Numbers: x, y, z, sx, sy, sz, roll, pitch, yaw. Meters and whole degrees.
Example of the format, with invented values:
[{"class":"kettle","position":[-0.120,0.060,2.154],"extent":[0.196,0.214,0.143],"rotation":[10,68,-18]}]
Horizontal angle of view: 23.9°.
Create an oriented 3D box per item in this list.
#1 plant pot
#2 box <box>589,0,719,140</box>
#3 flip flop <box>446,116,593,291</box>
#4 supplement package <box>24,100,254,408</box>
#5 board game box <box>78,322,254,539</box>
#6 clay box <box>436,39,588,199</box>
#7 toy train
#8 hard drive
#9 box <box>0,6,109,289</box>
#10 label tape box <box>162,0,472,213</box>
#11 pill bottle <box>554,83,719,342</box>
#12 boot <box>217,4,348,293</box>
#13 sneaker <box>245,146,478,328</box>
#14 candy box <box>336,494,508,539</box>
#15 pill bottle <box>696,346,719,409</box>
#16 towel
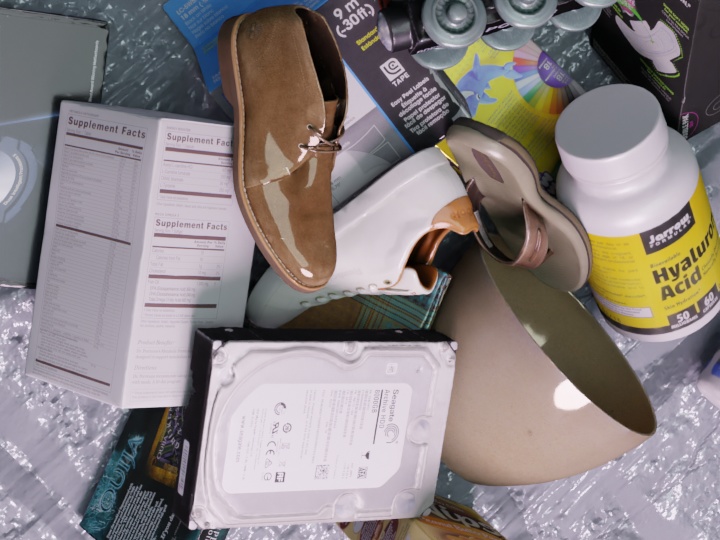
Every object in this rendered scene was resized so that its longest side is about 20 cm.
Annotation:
[{"class":"plant pot","position":[0.115,0.090,1.325],"extent":[0.200,0.200,0.134],"rotation":[40,109,-20]},{"class":"box","position":[0.270,-0.221,1.286],"extent":[0.148,0.200,0.124],"rotation":[-29,63,-11]},{"class":"flip flop","position":[0.111,-0.039,1.258],"extent":[0.058,0.081,0.200],"rotation":[-62,145,-18]},{"class":"supplement package","position":[-0.151,-0.012,1.212],"extent":[0.109,0.114,0.201],"rotation":[2,99,-49]},{"class":"board game box","position":[-0.128,0.130,1.269],"extent":[0.028,0.135,0.200],"rotation":[23,93,-43]},{"class":"clay box","position":[0.096,-0.136,1.337],"extent":[0.200,0.048,0.115],"rotation":[40,89,-21]},{"class":"toy train","position":[0.098,-0.216,1.192],"extent":[0.199,0.085,0.114],"rotation":[-17,84,-10]},{"class":"hard drive","position":[-0.030,0.112,1.216],"extent":[0.199,0.038,0.140],"rotation":[2,104,-31]},{"class":"box","position":[-0.273,-0.091,1.226],"extent":[0.160,0.044,0.201],"rotation":[6,98,-20]},{"class":"label tape box","position":[-0.035,-0.151,1.249],"extent":[0.144,0.063,0.200],"rotation":[-36,103,12]},{"class":"pill bottle","position":[0.215,-0.046,1.325],"extent":[0.111,0.111,0.200],"rotation":[-36,133,-9]},{"class":"boot","position":[-0.042,-0.084,1.173],"extent":[0.074,0.075,0.201],"rotation":[-16,95,-52]},{"class":"sneaker","position":[0.000,0.000,1.244],"extent":[0.200,0.073,0.085],"rotation":[-38,79,26]},{"class":"candy box","position":[0.066,0.221,1.313],"extent":[0.115,0.200,0.055],"rotation":[23,94,-21]},{"class":"pill bottle","position":[0.384,0.048,1.432],"extent":[0.114,0.114,0.200],"rotation":[37,88,-21]},{"class":"towel","position":[-0.029,0.069,1.302],"extent":[0.146,0.022,0.201],"rotation":[24,93,23]}]
